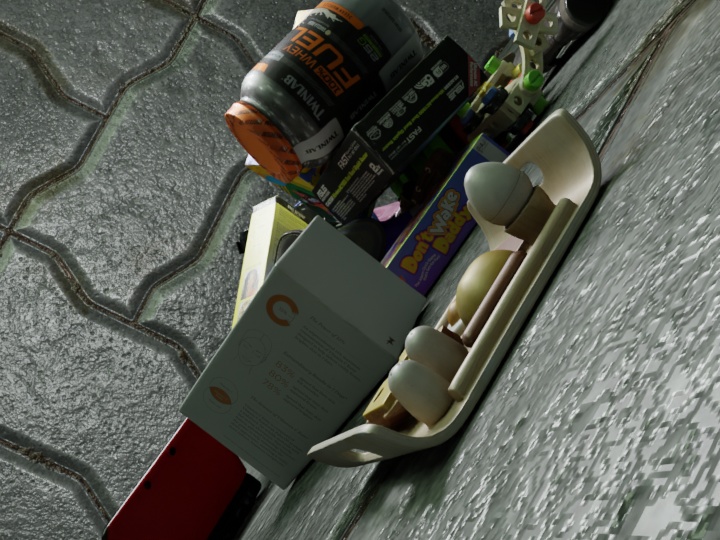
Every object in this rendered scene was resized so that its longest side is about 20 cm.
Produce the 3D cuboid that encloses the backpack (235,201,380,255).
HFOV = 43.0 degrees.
[{"bbox_3d":[-0.047,-0.008,1.259,0.153,0.202,0.190,-2,-33,-50],"label":"backpack"}]

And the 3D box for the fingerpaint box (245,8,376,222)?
[{"bbox_3d":[-0.030,-0.181,1.094,0.073,0.166,0.203,8,74,40],"label":"fingerpaint box"}]

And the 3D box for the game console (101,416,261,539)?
[{"bbox_3d":[-0.204,0.282,0.983,0.173,0.118,0.201,-52,3,41],"label":"game console"}]

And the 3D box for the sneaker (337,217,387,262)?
[{"bbox_3d":[-0.027,0.006,0.937,0.200,0.074,0.081,-48,5,-39],"label":"sneaker"}]

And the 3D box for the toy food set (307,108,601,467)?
[{"bbox_3d":[0.043,0.017,0.500,0.201,0.060,0.144,-55,3,-21],"label":"toy food set"}]

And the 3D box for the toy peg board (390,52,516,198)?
[{"bbox_3d":[0.128,-0.159,1.220,0.199,0.098,0.200,-38,-3,-24],"label":"toy peg board"}]

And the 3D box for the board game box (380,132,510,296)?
[{"bbox_3d":[0.067,-0.032,0.895,0.201,0.045,0.134,-54,2,-2],"label":"board game box"}]

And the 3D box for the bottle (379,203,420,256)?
[{"bbox_3d":[0.000,0.000,1.051,0.199,0.066,0.084,-36,8,9],"label":"bottle"}]

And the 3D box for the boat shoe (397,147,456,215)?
[{"bbox_3d":[0.081,-0.085,1.100,0.071,0.070,0.200,-56,1,-29],"label":"boat shoe"}]

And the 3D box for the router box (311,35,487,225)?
[{"bbox_3d":[0.035,-0.139,0.965,0.150,0.062,0.200,-46,1,-19],"label":"router box"}]

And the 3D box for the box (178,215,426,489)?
[{"bbox_3d":[-0.053,0.075,0.806,0.201,0.124,0.098,-52,2,35],"label":"box"}]

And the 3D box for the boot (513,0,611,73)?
[{"bbox_3d":[0.244,-0.312,1.076,0.201,0.069,0.174,-57,4,-21],"label":"boot"}]

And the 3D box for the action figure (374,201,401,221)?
[{"bbox_3d":[-0.026,-0.050,1.379,0.149,0.197,0.136,-160,76,-74],"label":"action figure"}]

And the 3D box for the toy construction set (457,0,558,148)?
[{"bbox_3d":[0.162,-0.198,0.969,0.132,0.092,0.200,-54,-9,-18],"label":"toy construction set"}]

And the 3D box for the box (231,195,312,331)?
[{"bbox_3d":[-0.106,0.013,1.123,0.050,0.075,0.202,-21,51,36],"label":"box"}]

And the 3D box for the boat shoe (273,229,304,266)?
[{"bbox_3d":[-0.068,0.051,0.981,0.065,0.071,0.203,16,-110,-61],"label":"boat shoe"}]

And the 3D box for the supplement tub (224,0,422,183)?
[{"bbox_3d":[-0.039,-0.194,0.951,0.200,0.122,0.123,-47,1,-12],"label":"supplement tub"}]
